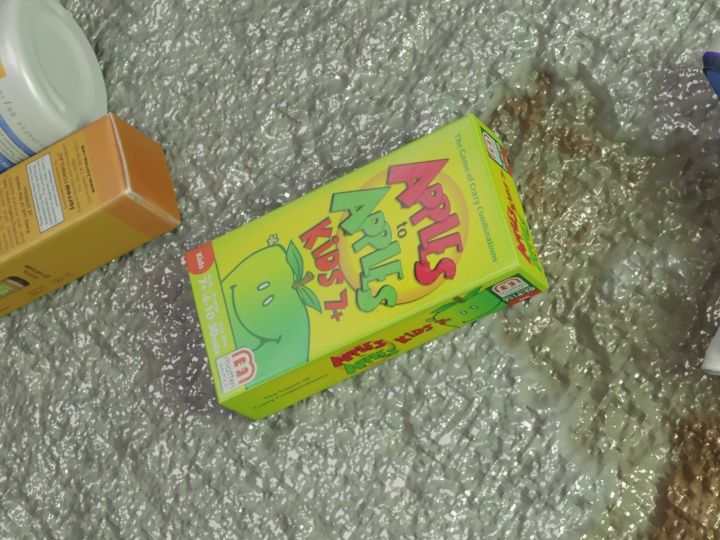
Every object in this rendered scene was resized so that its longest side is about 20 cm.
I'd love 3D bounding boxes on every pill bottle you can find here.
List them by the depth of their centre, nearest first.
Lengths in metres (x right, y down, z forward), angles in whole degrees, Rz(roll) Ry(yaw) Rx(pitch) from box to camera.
[{"bbox_3d":[-0.276,-0.098,1.319,0.199,0.112,0.113,-22,63,19],"label":"pill bottle"}]

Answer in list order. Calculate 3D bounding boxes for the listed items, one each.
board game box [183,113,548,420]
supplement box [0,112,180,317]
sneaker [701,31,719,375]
[{"bbox_3d":[0.000,0.000,1.173,0.199,0.048,0.102,-25,62,19],"label":"board game box"},{"bbox_3d":[-0.218,-0.022,1.288,0.199,0.067,0.069,-28,62,17],"label":"supplement box"},{"bbox_3d":[0.212,-0.019,1.044,0.146,0.081,0.200,-45,63,3],"label":"sneaker"}]
